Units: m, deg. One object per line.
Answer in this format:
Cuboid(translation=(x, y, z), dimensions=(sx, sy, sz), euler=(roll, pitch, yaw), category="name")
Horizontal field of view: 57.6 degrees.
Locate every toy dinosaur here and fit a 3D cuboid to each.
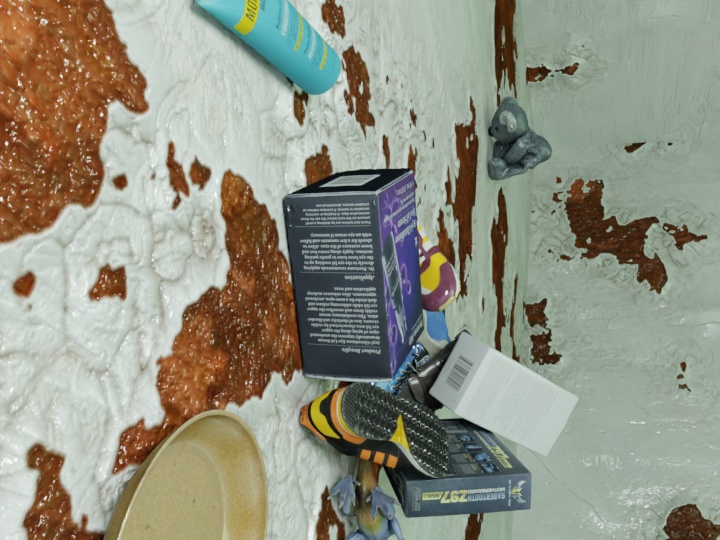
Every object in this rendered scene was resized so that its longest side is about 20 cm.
Cuboid(translation=(0.031, 0.311, 0.820), dimensions=(0.182, 0.104, 0.202), euler=(67, 28, -54), category="toy dinosaur")

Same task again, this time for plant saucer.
Cuboid(translation=(-0.127, 0.201, 0.470), dimensions=(0.200, 0.035, 0.203), euler=(1, 90, -71), category="plant saucer")

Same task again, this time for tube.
Cuboid(translation=(-0.082, -0.222, 0.583), dimensions=(0.200, 0.050, 0.078), euler=(23, 62, -63), category="tube")

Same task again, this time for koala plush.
Cuboid(translation=(0.444, -0.395, 1.892), dimensions=(0.201, 0.182, 0.178), euler=(66, 28, -25), category="koala plush")

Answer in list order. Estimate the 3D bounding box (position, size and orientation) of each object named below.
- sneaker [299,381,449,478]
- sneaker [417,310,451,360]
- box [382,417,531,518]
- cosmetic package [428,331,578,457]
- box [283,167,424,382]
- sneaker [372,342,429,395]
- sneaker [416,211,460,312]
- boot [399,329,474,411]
Cuboid(translation=(0.019, 0.180, 0.729), dimensions=(0.200, 0.089, 0.071), euler=(36, 50, -38), category="sneaker")
Cuboid(translation=(0.079, 0.061, 0.997), dimensions=(0.200, 0.076, 0.112), euler=(46, 25, -39), category="sneaker")
Cuboid(translation=(0.113, 0.251, 0.859), dimensions=(0.200, 0.156, 0.052), euler=(-141, -130, -78), category="box")
Cuboid(translation=(0.205, 0.177, 0.927), dimensions=(0.199, 0.071, 0.102), euler=(30, 90, -30), category="cosmetic package")
Cuboid(translation=(0.000, 0.000, 0.722), dimensions=(0.148, 0.103, 0.202), euler=(-44, 131, -64), category="box")
Cuboid(translation=(0.043, 0.123, 0.849), dimensions=(0.079, 0.088, 0.202), euler=(63, 35, -73), category="sneaker")
Cuboid(translation=(0.058, -0.030, 0.856), dimensions=(0.090, 0.075, 0.201), euler=(36, 19, -43), category="sneaker")
Cuboid(translation=(0.119, 0.191, 0.988), dimensions=(0.201, 0.173, 0.069), euler=(59, -4, -34), category="boot")
